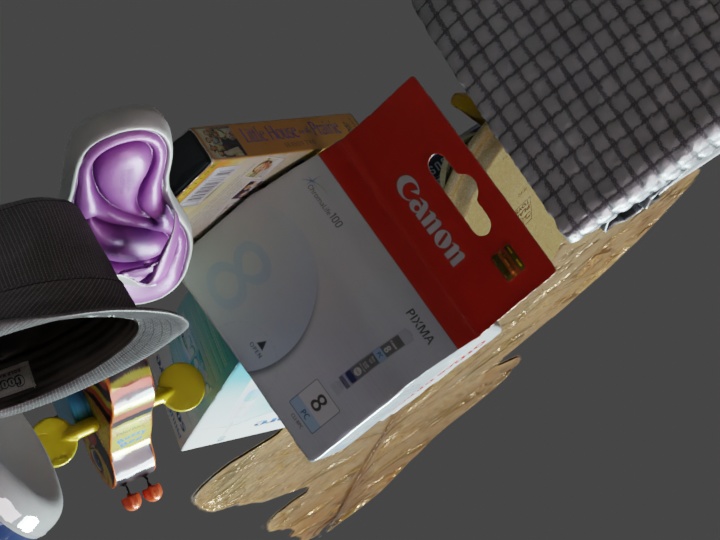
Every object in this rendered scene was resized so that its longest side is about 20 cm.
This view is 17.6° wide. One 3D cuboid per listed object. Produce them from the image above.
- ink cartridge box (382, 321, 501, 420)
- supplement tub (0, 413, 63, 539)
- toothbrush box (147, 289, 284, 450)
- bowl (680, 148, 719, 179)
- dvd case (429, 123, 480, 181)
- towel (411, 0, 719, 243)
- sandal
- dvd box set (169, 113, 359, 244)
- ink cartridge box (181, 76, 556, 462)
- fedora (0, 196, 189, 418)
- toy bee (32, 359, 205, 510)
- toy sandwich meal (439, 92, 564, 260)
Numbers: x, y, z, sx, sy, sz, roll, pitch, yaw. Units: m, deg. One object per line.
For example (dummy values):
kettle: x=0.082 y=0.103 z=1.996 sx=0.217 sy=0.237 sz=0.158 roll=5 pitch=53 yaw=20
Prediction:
ink cartridge box: x=0.024 y=0.057 z=2.036 sx=0.145 sy=0.084 sz=0.200 roll=-37 pitch=166 yaw=11
supplement tub: x=-0.302 y=0.152 z=1.444 sx=0.200 sy=0.145 sz=0.144 roll=-36 pitch=167 yaw=5
toothbrush box: x=-0.057 y=0.047 z=1.739 sx=0.146 sy=0.085 sz=0.200 roll=-12 pitch=156 yaw=-26
bowl: x=0.286 y=-0.151 z=1.966 sx=0.200 sy=0.075 sz=0.200 roll=-34 pitch=167 yaw=0
dvd case: x=0.038 y=-0.046 z=1.841 sx=0.200 sy=0.025 sz=0.150 roll=-33 pitch=167 yaw=-5
towel: x=0.148 y=-0.139 z=1.399 sx=0.165 sy=0.200 sz=0.086 roll=-38 pitch=167 yaw=20
sandal: x=-0.139 y=-0.022 z=1.362 sx=0.082 sy=0.050 sz=0.203 roll=-15 pitch=151 yaw=-6
dvd box set: x=-0.096 y=-0.044 z=1.505 sx=0.146 sy=0.029 sz=0.200 roll=-41 pitch=166 yaw=27
ink cartridge box: x=0.000 y=0.000 z=1.473 sx=0.200 sy=0.160 sz=0.047 roll=-40 pitch=168 yaw=23
fedora: x=-0.201 y=0.018 z=1.304 sx=0.177 sy=0.091 sz=0.200 roll=-1 pitch=158 yaw=-46
toy bee: x=-0.170 y=0.112 z=1.695 sx=0.131 sy=0.109 sz=0.200 roll=-30 pitch=164 yaw=-2
toy sandwich meal: x=0.095 y=-0.053 z=1.727 sx=0.205 sy=0.070 sz=0.206 roll=-36 pitch=140 yaw=-38
